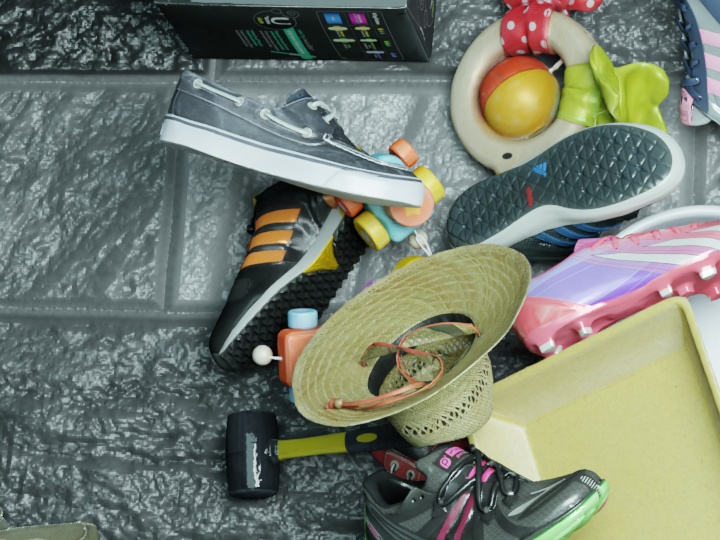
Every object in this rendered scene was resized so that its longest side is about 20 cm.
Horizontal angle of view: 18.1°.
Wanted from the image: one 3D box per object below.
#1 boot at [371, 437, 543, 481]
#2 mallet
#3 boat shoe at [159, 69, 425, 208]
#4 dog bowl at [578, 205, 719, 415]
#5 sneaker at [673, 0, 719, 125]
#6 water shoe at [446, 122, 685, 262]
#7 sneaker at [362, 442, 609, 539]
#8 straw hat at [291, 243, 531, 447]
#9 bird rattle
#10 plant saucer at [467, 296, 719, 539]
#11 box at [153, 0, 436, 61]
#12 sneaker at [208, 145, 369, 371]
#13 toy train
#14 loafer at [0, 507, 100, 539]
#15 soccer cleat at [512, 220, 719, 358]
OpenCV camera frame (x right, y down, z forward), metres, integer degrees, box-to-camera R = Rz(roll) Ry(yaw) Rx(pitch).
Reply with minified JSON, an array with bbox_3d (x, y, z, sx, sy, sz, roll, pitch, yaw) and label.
[{"bbox_3d":[0.065,0.191,1.647,0.143,0.072,0.201,13,69,14],"label":"boot"},{"bbox_3d":[-0.015,0.137,1.660,0.199,0.041,0.066,-2,78,31],"label":"mallet"},{"bbox_3d":[-0.044,-0.097,1.625,0.199,0.072,0.068,17,89,13],"label":"boat shoe"},{"bbox_3d":[0.250,0.058,1.643,0.199,0.079,0.201,-3,75,10],"label":"dog bowl"},{"bbox_3d":[0.261,-0.151,1.670,0.082,0.070,0.201,-31,101,8],"label":"sneaker"},{"bbox_3d":[0.159,-0.053,1.662,0.199,0.079,0.072,-16,62,33],"label":"water shoe"},{"bbox_3d":[0.077,0.159,1.547,0.199,0.077,0.084,-12,99,34],"label":"sneaker"},{"bbox_3d":[0.050,0.075,1.573,0.200,0.201,0.085,-31,113,1],"label":"straw hat"},{"bbox_3d":[0.134,-0.152,1.716,0.163,0.113,0.200,-40,68,15],"label":"bird rattle"},{"bbox_3d":[0.184,0.146,1.554,0.199,0.048,0.201,-28,68,32],"label":"plant saucer"},{"bbox_3d":[-0.044,-0.251,1.759,0.199,0.124,0.149,2,75,12],"label":"box"},{"bbox_3d":[-0.060,-0.016,1.733,0.090,0.070,0.200,35,83,32],"label":"sneaker"},{"bbox_3d":[0.000,0.000,1.669,0.149,0.056,0.201,0,97,-21],"label":"toy train"},{"bbox_3d":[-0.283,0.217,1.706,0.199,0.075,0.070,3,64,6],"label":"loafer"},{"bbox_3d":[0.197,-0.004,1.597,0.199,0.067,0.077,-25,67,6],"label":"soccer cleat"}]
